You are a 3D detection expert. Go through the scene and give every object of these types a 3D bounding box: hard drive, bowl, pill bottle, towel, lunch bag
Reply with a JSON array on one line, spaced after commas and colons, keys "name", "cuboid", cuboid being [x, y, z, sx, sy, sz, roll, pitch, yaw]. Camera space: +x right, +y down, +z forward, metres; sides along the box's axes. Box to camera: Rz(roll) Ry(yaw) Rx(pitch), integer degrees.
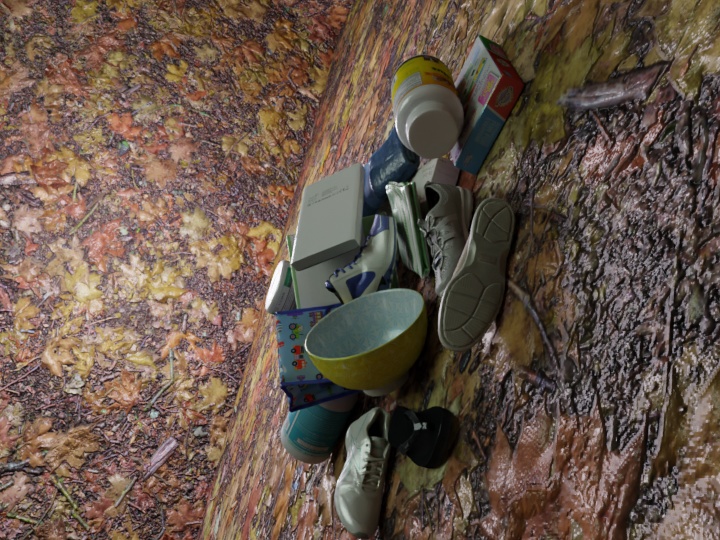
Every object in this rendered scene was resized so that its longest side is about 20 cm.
[{"name": "hard drive", "cuboid": [-0.055, -0.098, 1.210, 0.129, 0.027, 0.203, -20, 41, 23]}, {"name": "bowl", "cuboid": [0.022, 0.124, 1.034, 0.201, 0.196, 0.110, -116, 5, -71]}, {"name": "pill bottle", "cuboid": [-0.090, 0.063, 1.408, 0.113, 0.195, 0.116, -161, 91, -76]}, {"name": "pill bottle", "cuboid": [0.105, -0.258, 1.071, 0.202, 0.107, 0.111, -92, 25, -54]}, {"name": "pill bottle", "cuboid": [-0.071, 0.255, 1.272, 0.112, 0.108, 0.203, -97, 29, -61]}, {"name": "towel", "cuboid": [0.076, -0.069, 1.104, 0.200, 0.023, 0.157, -135, 33, -81]}, {"name": "towel", "cuboid": [0.033, -0.171, 1.257, 0.200, 0.048, 0.114, -43, 35, 38]}, {"name": "lunch bag", "cuboid": [-0.042, 0.141, 1.179, 0.095, 0.194, 0.153, 79, 180, -51]}]

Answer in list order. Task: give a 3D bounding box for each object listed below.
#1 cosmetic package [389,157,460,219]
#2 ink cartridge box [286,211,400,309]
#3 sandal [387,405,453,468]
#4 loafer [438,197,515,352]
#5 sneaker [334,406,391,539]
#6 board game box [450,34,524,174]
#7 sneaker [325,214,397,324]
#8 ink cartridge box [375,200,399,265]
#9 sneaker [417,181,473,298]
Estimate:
[{"name": "cosmetic package", "cuboid": [0.108, -0.133, 1.192, 0.200, 0.049, 0.085, 160, 127, -73]}, {"name": "ink cartridge box", "cuboid": [-0.031, -0.012, 1.236, 0.048, 0.194, 0.150, 41, -142, -75]}, {"name": "sandal", "cuboid": [0.069, 0.219, 0.908, 0.200, 0.042, 0.078, 148, 139, -69]}, {"name": "loafer", "cuboid": [0.146, 0.011, 0.850, 0.063, 0.070, 0.204, 97, -167, -74]}, {"name": "sneaker", "cuboid": [0.008, 0.291, 1.002, 0.081, 0.069, 0.203, -55, 20, 40]}, {"name": "board game box", "cuboid": [0.186, -0.268, 1.077, 0.202, 0.039, 0.155, -92, 24, -55]}, {"name": "sneaker", "cuboid": [0.000, 0.001, 1.150, 0.081, 0.112, 0.206, 111, 167, -83]}, {"name": "ink cartridge box", "cuboid": [0.024, -0.060, 1.353, 0.145, 0.082, 0.205, 141, 145, -62]}, {"name": "sneaker", "cuboid": [0.115, -0.045, 0.982, 0.075, 0.080, 0.204, 124, 159, -46]}]
